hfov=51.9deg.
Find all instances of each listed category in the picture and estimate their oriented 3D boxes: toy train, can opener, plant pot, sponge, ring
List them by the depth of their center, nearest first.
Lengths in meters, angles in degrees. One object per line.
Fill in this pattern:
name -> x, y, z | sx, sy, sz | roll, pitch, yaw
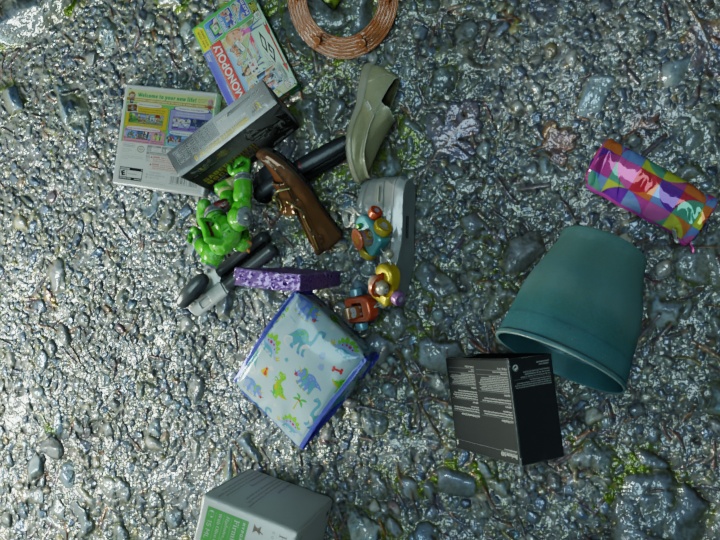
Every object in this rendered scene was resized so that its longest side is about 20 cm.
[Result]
plant pot -> 0.322, 0.048, 1.076 | 0.196, 0.200, 0.192 | 23, 80, 15
toy train -> 0.000, 0.000, 1.185 | 0.148, 0.055, 0.207 | -1, 99, 51
sponge -> -0.112, 0.012, 1.189 | 0.108, 0.199, 0.031 | 5, 91, 16
ring -> -0.032, -0.462, 1.242 | 0.194, 0.019, 0.207 | 4, 108, 11
can opener -> -0.100, -0.174, 1.262 | 0.196, 0.063, 0.080 | -26, 84, 14
can opener -> -0.236, 0.008, 1.293 | 0.198, 0.067, 0.054 | -37, 80, 12

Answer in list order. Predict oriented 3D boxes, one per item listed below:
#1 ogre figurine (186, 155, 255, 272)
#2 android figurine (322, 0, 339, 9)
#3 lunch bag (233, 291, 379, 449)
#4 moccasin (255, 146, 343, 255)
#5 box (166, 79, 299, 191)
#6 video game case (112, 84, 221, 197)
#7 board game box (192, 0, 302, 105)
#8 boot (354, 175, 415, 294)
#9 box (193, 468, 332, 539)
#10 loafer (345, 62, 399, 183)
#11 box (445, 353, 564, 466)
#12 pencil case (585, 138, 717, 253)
ogre figurine -> -0.235, -0.082, 1.255 | 0.197, 0.098, 0.122 | -33, 50, 17
android figurine -> -0.027, -0.559, 1.266 | 0.181, 0.041, 0.202 | 38, 100, 14
lunch bag -> -0.093, 0.162, 1.217 | 0.169, 0.127, 0.202 | 40, 95, 13
moccasin -> -0.110, -0.113, 1.220 | 0.077, 0.074, 0.203 | -37, 120, -3
box -> -0.207, -0.219, 1.235 | 0.198, 0.158, 0.049 | -36, 84, 5
video game case -> -0.356, -0.239, 1.359 | 0.194, 0.022, 0.188 | 9, 91, 17
board game box -> -0.202, -0.377, 1.316 | 0.132, 0.029, 0.204 | -29, 81, 12
boot -> 0.036, -0.053, 1.225 | 0.093, 0.073, 0.207 | 3, 87, 29
box -> -0.165, 0.459, 1.191 | 0.167, 0.200, 0.205 | 15, 91, 13
loafer -> 0.022, -0.243, 1.216 | 0.066, 0.076, 0.206 | 6, 82, 16
box -> 0.206, 0.197, 1.092 | 0.077, 0.199, 0.146 | -3, 86, -19
pencil case -> 0.429, -0.115, 1.101 | 0.198, 0.088, 0.090 | 35, 97, 16
